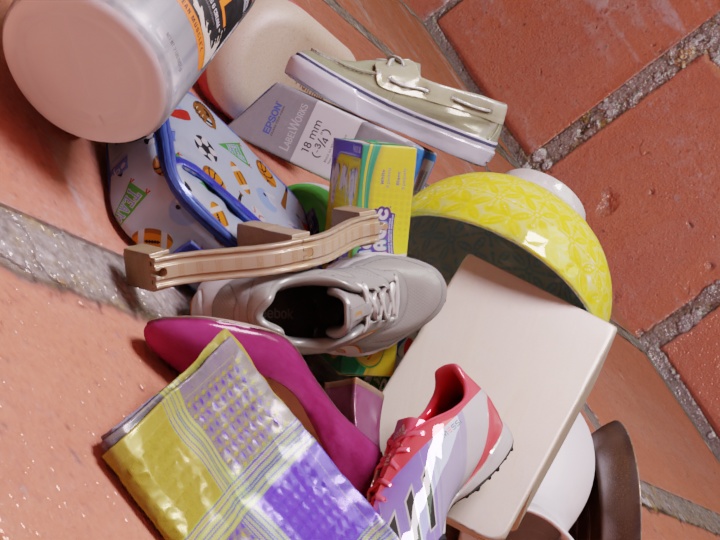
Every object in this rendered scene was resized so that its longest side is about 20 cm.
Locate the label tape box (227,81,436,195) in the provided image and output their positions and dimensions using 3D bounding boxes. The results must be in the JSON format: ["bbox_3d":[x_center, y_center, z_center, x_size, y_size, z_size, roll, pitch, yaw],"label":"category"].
[{"bbox_3d":[-0.041,-0.121,1.301,0.200,0.063,0.144,25,6,9],"label":"label tape box"}]

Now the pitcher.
[{"bbox_3d":[0.117,0.168,1.231,0.171,0.121,0.200,34,29,-11],"label":"pitcher"}]

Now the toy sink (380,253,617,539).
[{"bbox_3d":[0.088,0.114,1.107,0.130,0.200,0.112,26,-28,12],"label":"toy sink"}]

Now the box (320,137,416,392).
[{"bbox_3d":[0.000,0.000,1.130,0.117,0.048,0.201,-151,-116,-76],"label":"box"}]

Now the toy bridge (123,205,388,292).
[{"bbox_3d":[-0.057,-0.016,0.980,0.200,0.067,0.027,-13,106,-39],"label":"toy bridge"}]

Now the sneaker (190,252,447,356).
[{"bbox_3d":[-0.010,0.029,1.002,0.200,0.092,0.076,-9,95,-35],"label":"sneaker"}]

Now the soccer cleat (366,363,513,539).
[{"bbox_3d":[0.032,0.140,0.950,0.200,0.068,0.073,-45,110,-45],"label":"soccer cleat"}]

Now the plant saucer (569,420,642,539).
[{"bbox_3d":[0.213,0.235,1.311,0.200,0.032,0.201,-177,-90,-87],"label":"plant saucer"}]

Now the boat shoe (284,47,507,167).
[{"bbox_3d":[0.033,-0.155,1.277,0.200,0.062,0.072,22,7,-12],"label":"boat shoe"}]

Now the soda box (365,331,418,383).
[{"bbox_3d":[0.053,0.076,1.311,0.064,0.068,0.200,55,13,15],"label":"soda box"}]

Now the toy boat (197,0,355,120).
[{"bbox_3d":[-0.102,-0.203,1.455,0.131,0.131,0.200,25,-5,33],"label":"toy boat"}]

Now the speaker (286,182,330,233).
[{"bbox_3d":[-0.022,-0.028,1.287,0.089,0.088,0.200,56,14,13],"label":"speaker"}]

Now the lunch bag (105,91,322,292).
[{"bbox_3d":[-0.099,-0.034,1.075,0.200,0.075,0.160,41,20,-37],"label":"lunch bag"}]

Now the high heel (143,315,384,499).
[{"bbox_3d":[-0.059,0.097,0.932,0.200,0.067,0.096,24,61,-33],"label":"high heel"}]

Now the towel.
[{"bbox_3d":[-0.049,0.137,0.818,0.200,0.023,0.144,52,33,-1],"label":"towel"}]

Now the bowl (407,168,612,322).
[{"bbox_3d":[0.125,-0.018,1.188,0.200,0.108,0.200,26,-27,14],"label":"bowl"}]

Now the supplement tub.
[{"bbox_3d":[-0.143,-0.187,0.984,0.123,0.122,0.200,48,42,-20],"label":"supplement tub"}]
